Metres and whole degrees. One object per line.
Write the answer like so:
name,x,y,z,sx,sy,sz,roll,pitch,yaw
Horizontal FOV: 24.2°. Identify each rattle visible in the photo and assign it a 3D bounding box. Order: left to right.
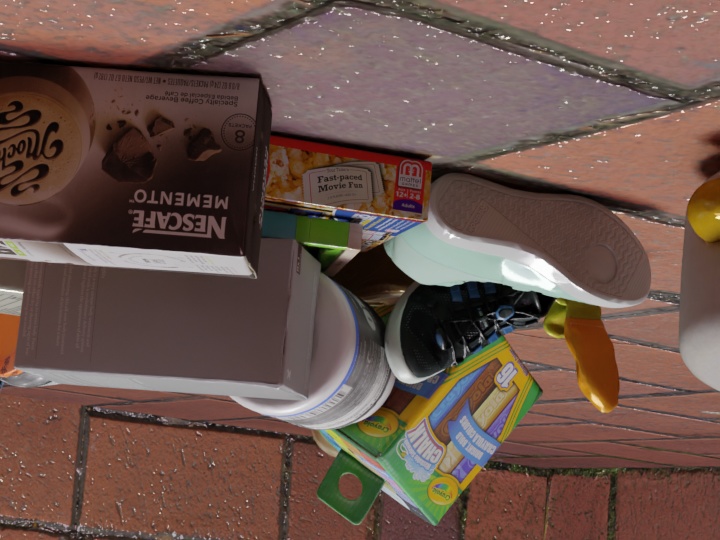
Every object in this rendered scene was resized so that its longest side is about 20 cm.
rattle,0.130,0.052,1.483,0.199,0.144,0.130,-4,-178,18

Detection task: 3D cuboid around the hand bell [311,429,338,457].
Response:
hand bell,-0.038,0.077,1.518,0.104,0.105,0.200,-1,146,28

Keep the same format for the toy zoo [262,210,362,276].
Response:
toy zoo,-0.106,-0.026,1.213,0.199,0.021,0.131,7,170,-8

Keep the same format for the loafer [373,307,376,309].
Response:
loafer,0.024,0.039,1.574,0.073,0.073,0.200,24,-179,25

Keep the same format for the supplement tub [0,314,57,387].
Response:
supplement tub,-0.283,0.045,1.578,0.122,0.123,0.200,0,180,25

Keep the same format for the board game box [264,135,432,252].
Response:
board game box,-0.067,-0.057,1.210,0.199,0.047,0.151,8,170,-16

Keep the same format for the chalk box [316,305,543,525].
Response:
chalk box,0.037,0.126,1.461,0.125,0.200,0.124,29,163,43

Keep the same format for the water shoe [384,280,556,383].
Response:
water shoe,0.101,0.022,1.328,0.200,0.072,0.079,-35,-161,-36

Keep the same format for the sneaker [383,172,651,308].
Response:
sneaker,0.116,-0.015,1.275,0.199,0.074,0.118,19,159,-20

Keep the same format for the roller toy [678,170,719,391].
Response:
roller toy,0.303,0.004,1.115,0.199,0.141,0.183,7,159,0

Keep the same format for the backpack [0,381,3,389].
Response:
backpack,-0.414,0.061,1.702,0.134,0.184,0.200,15,180,-11

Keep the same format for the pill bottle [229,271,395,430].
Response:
pill bottle,-0.038,0.064,1.302,0.113,0.115,0.200,2,171,13

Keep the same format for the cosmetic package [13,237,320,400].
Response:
cosmetic package,-0.133,0.031,1.181,0.199,0.108,0.090,5,170,11

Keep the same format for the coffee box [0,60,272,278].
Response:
coffee box,-0.159,-0.062,1.042,0.199,0.114,0.080,5,170,2

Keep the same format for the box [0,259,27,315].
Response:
box,-0.211,-0.017,1.327,0.199,0.110,0.128,11,169,-28

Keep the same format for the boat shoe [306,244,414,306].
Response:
boat shoe,0.000,0.000,1.420,0.199,0.074,0.069,4,164,2
